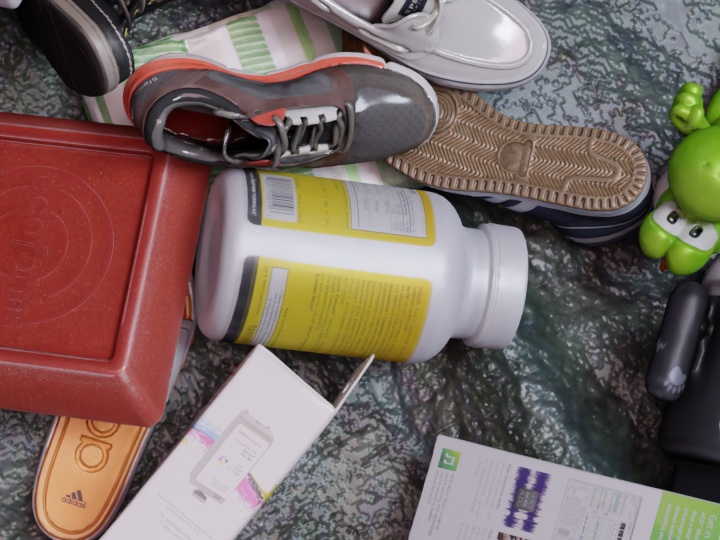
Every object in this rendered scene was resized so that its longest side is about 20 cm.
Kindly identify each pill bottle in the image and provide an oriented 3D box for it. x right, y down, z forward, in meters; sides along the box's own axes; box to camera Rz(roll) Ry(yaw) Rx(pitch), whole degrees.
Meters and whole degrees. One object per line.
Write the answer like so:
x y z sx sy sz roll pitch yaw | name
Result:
0.000 0.000 1.568 0.200 0.112 0.112 8 83 -13 | pill bottle

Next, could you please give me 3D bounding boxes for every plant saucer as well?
-0.207 -0.011 1.553 0.200 0.037 0.200 7 71 8 | plant saucer

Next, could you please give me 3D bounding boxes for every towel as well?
-0.073 -0.096 1.624 0.200 0.023 0.153 -19 87 -9 | towel

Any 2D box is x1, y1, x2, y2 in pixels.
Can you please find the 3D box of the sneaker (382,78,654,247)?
0.100 -0.068 1.612 0.200 0.108 0.070 17 83 19 | sneaker

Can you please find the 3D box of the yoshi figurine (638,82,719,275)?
0.246 -0.077 1.570 0.200 0.112 0.112 -49 131 -41 | yoshi figurine

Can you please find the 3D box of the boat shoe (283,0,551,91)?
0.028 -0.170 1.539 0.200 0.066 0.072 27 88 -4 | boat shoe

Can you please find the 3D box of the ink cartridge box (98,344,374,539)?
-0.080 0.116 1.551 0.067 0.116 0.200 40 81 -1 | ink cartridge box

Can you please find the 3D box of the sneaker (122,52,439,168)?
-0.046 -0.086 1.528 0.200 0.082 0.077 -1 120 -9 | sneaker

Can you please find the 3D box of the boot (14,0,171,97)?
-0.137 -0.181 1.553 0.150 0.200 0.073 -23 114 -13 | boot

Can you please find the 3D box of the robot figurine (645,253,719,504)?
0.263 0.074 1.586 0.125 0.150 0.200 13 83 22 | robot figurine

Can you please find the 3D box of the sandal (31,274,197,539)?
-0.157 0.078 1.571 0.079 0.059 0.207 16 87 -4 | sandal

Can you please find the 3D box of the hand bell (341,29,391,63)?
0.000 -0.207 1.598 0.104 0.104 0.200 -2 82 -5 | hand bell

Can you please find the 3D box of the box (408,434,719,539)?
0.123 0.196 1.539 0.200 0.036 0.145 13 79 24 | box

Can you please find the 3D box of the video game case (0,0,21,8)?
-0.264 -0.258 1.550 0.200 0.023 0.182 13 63 23 | video game case
